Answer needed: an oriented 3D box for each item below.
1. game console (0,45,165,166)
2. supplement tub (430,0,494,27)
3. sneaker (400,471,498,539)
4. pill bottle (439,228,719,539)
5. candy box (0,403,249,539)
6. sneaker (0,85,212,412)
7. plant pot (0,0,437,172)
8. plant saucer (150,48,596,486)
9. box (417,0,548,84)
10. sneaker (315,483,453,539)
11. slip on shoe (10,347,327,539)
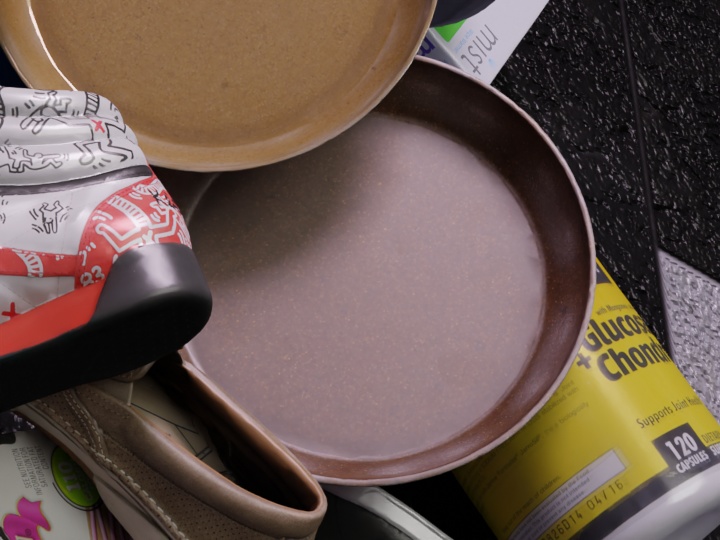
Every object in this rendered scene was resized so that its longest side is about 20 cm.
[{"bbox_3d":[-0.107,-0.041,0.933,0.170,0.119,0.200,29,35,18],"label":"game console"},{"bbox_3d":[0.022,-0.220,0.987,0.106,0.107,0.201,19,48,-39],"label":"supplement tub"},{"bbox_3d":[0.087,0.155,0.968,0.084,0.073,0.202,4,62,-49],"label":"sneaker"},{"bbox_3d":[0.079,0.048,0.913,0.112,0.112,0.201,-11,60,-51],"label":"pill bottle"},{"bbox_3d":[-0.105,0.131,0.778,0.199,0.061,0.137,-5,66,-49],"label":"candy box"},{"bbox_3d":[-0.162,0.000,0.706,0.200,0.067,0.109,-17,63,-17],"label":"sneaker"},{"bbox_3d":[-0.063,-0.136,0.864,0.028,0.199,0.201,91,-25,-76],"label":"plant pot"},{"bbox_3d":[0.000,0.000,0.852,0.198,0.035,0.202,0,67,-1],"label":"plant saucer"},{"bbox_3d":[0.012,-0.179,1.114,0.177,0.097,0.200,47,37,-8],"label":"box"},{"bbox_3d":[-0.001,0.157,0.870,0.199,0.071,0.100,33,67,0],"label":"sneaker"},{"bbox_3d":[-0.094,0.041,0.762,0.200,0.061,0.076,50,34,4],"label":"slip on shoe"}]
